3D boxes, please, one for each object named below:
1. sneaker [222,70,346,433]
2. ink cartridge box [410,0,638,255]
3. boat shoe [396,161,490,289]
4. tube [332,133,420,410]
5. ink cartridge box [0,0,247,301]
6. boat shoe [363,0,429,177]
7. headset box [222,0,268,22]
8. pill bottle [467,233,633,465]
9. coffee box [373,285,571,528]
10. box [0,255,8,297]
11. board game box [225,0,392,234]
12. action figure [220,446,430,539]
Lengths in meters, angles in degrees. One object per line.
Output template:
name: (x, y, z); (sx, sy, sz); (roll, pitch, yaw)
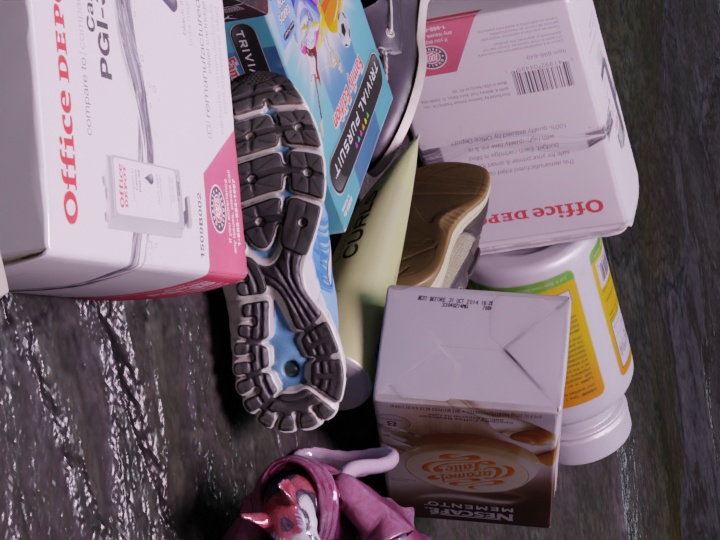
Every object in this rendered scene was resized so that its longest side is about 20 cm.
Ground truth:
sneaker: (-0.053, -0.012, 1.154); (0.090, 0.078, 0.201); (-87, 171, -85)
ink cartridge box: (0.115, -0.120, 1.512); (0.085, 0.145, 0.201); (-71, 148, -54)
boat shoe: (0.046, -0.013, 1.411); (0.200, 0.073, 0.065); (-56, 147, -56)
tube: (0.000, 0.000, 1.291); (0.201, 0.058, 0.052); (-73, 149, -44)
ink cartridge box: (-0.131, -0.065, 0.905); (0.200, 0.082, 0.148); (8, 76, -70)
boat shoe: (0.008, -0.158, 1.390); (0.062, 0.073, 0.201); (19, 63, -20)
headset box: (-0.120, -0.208, 0.994); (0.200, 0.077, 0.150); (11, 73, -71)
pill bottle: (0.154, 0.051, 1.612); (0.111, 0.110, 0.201); (-69, 146, -53)
coffee box: (0.073, 0.090, 1.288); (0.200, 0.114, 0.080); (80, 15, -63)
box: (-0.195, -0.074, 0.737); (0.068, 0.082, 0.201); (-38, 117, -66)
board game box: (-0.042, -0.144, 1.232); (0.151, 0.047, 0.201); (-71, 148, -50)
action figure: (-0.009, 0.136, 1.103); (0.200, 0.133, 0.150); (51, 36, -60)
